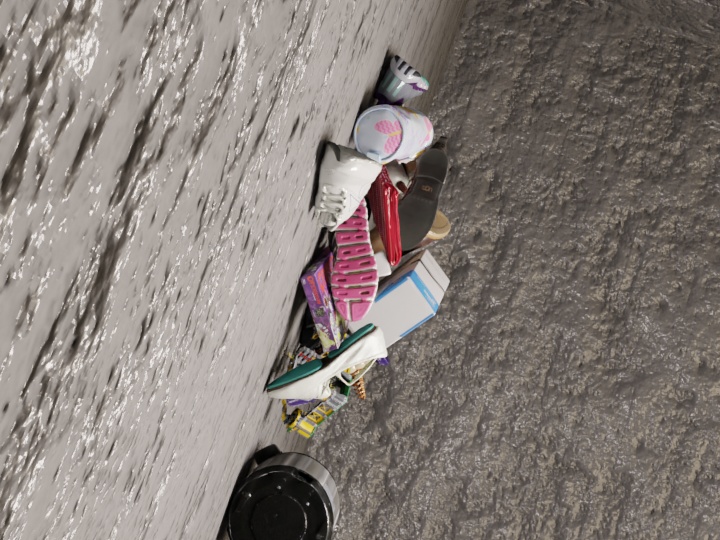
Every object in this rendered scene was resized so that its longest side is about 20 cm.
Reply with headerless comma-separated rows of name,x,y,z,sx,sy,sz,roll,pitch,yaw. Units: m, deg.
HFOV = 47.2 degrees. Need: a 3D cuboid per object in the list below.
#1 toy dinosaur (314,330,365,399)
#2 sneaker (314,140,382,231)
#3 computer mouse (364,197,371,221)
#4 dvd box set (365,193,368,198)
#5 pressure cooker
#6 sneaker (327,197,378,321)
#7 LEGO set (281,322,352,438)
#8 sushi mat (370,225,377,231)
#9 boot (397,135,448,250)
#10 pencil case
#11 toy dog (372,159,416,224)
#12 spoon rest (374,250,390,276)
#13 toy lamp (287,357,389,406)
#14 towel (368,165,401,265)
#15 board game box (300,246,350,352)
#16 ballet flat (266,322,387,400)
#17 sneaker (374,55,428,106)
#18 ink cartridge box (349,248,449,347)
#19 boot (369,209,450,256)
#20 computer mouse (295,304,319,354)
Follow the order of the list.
toy dinosaur,-0.051,0.174,1.579,0.136,0.102,0.200,-52,-155,11
sneaker,-0.023,-0.101,1.047,0.200,0.074,0.088,90,24,-79
computer mouse,-0.023,-0.084,1.524,0.200,0.034,0.059,-54,149,-58
dvd box set,0.036,-0.223,1.638,0.201,0.029,0.147,106,5,-50
pressure cooker,-0.119,0.396,1.365,0.200,0.177,0.178,29,77,-86
sneaker,-0.013,-0.021,1.282,0.087,0.073,0.202,97,-12,-83
LEGO set,-0.091,0.165,1.377,0.154,0.115,0.201,-39,-155,43
sushi mat,0.025,-0.050,1.580,0.200,0.012,0.095,-46,153,20
boot,0.112,-0.138,1.454,0.174,0.069,0.201,-62,177,-78
pencil case,0.053,-0.212,1.291,0.091,0.083,0.200,-63,169,15
toy dog,0.070,-0.143,1.569,0.131,0.097,0.200,-32,149,7
spoon rest,0.000,0.000,1.411,0.200,0.060,0.100,155,-81,-78
toy lamp,-0.047,0.190,1.504,0.199,0.059,0.058,-29,180,4
towel,0.036,-0.118,1.355,0.201,0.022,0.146,-106,-170,-55
board game box,-0.046,0.038,1.303,0.200,0.032,0.121,-61,131,-73
ballet flat,-0.045,0.155,1.250,0.199,0.070,0.069,-31,171,-6
sneaker,0.059,-0.308,1.395,0.088,0.074,0.200,-51,175,12
ink cartridge box,0.071,0.053,1.481,0.144,0.084,0.200,-36,-175,20
boot,0.062,-0.049,1.564,0.199,0.073,0.166,-12,158,-45
computer mouse,-0.069,0.087,1.498,0.201,0.052,0.139,105,6,-50
